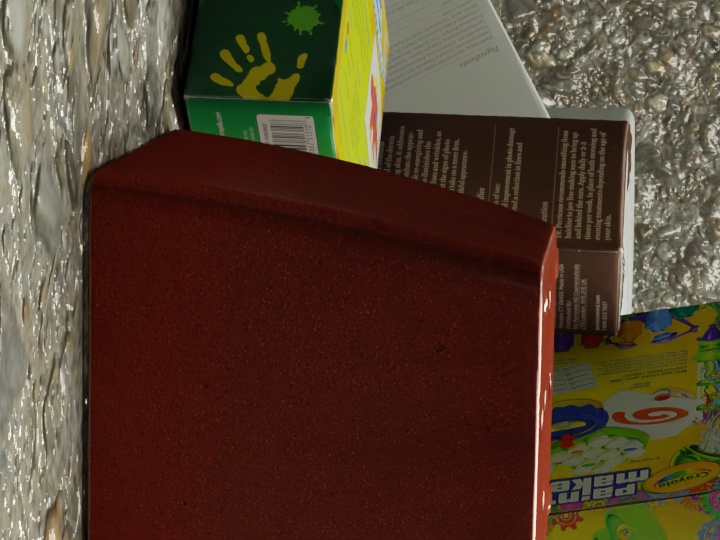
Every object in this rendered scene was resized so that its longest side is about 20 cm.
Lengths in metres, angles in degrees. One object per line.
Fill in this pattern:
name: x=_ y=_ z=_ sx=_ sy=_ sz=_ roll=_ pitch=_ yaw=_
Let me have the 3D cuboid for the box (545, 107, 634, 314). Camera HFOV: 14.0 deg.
box: x=0.086 y=0.007 z=1.988 sx=0.171 sy=0.199 sz=0.200 roll=-72 pitch=162 yaw=-62

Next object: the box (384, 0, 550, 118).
box: x=0.054 y=-0.098 z=1.759 sx=0.201 sy=0.097 sz=0.124 roll=64 pitch=1 yaw=10

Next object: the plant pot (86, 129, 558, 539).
plant pot: x=-0.008 y=0.051 z=1.213 sx=0.200 sy=0.175 sz=0.201 roll=-54 pitch=145 yaw=-80

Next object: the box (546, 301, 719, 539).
box: x=0.108 y=0.125 z=1.539 sx=0.193 sy=0.199 sz=0.122 roll=-75 pitch=154 yaw=-61

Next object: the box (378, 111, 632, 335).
box: x=0.042 y=-0.026 z=1.558 sx=0.075 sy=0.199 sz=0.100 roll=89 pitch=7 yaw=-47

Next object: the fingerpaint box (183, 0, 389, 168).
fingerpaint box: x=-0.033 y=-0.098 z=1.419 sx=0.200 sy=0.073 sz=0.167 roll=82 pitch=12 yaw=-60
